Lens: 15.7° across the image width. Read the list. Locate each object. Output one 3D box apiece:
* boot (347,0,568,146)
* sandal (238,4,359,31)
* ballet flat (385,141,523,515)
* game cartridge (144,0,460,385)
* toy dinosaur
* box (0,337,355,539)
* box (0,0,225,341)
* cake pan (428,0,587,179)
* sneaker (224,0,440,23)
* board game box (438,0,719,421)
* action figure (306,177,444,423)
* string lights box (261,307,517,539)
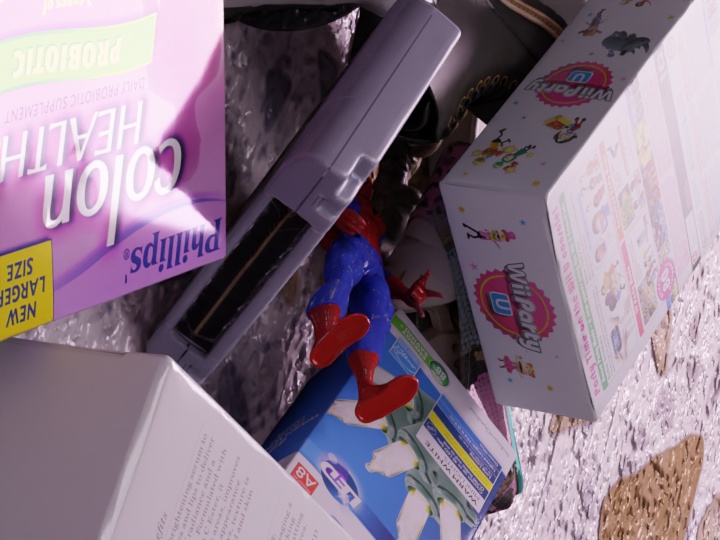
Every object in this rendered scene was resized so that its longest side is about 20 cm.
[{"bbox_3d":[0.052,-0.089,1.327,0.200,0.077,0.139,44,36,-33],"label":"boot"},{"bbox_3d":[0.009,-0.192,1.252,0.201,0.075,0.048,-48,-173,0],"label":"sandal"},{"bbox_3d":[0.042,0.035,1.368,0.071,0.069,0.201,-9,102,-20],"label":"ballet flat"},{"bbox_3d":[-0.027,-0.037,1.195,0.133,0.041,0.200,-53,-178,-41],"label":"game cartridge"},{"bbox_3d":[0.020,0.008,1.409,0.088,0.047,0.201,29,72,-46],"label":"toy dinosaur"},{"bbox_3d":[-0.114,0.113,1.054,0.200,0.152,0.107,49,53,-54],"label":"box"},{"bbox_3d":[-0.137,-0.089,1.022,0.176,0.096,0.201,-22,116,-60],"label":"box"},{"bbox_3d":[0.094,-0.079,1.537,0.200,0.037,0.201,-23,117,-59],"label":"cake pan"},{"bbox_3d":[-0.052,-0.141,1.168,0.200,0.074,0.080,16,95,-35],"label":"sneaker"},{"bbox_3d":[0.127,-0.044,1.346,0.200,0.064,0.148,-52,139,-39],"label":"board game box"},{"bbox_3d":[0.000,0.000,1.292,0.065,0.052,0.200,46,14,-23],"label":"action figure"},{"bbox_3d":[0.002,0.109,1.264,0.103,0.059,0.200,51,27,-8],"label":"string lights box"}]
